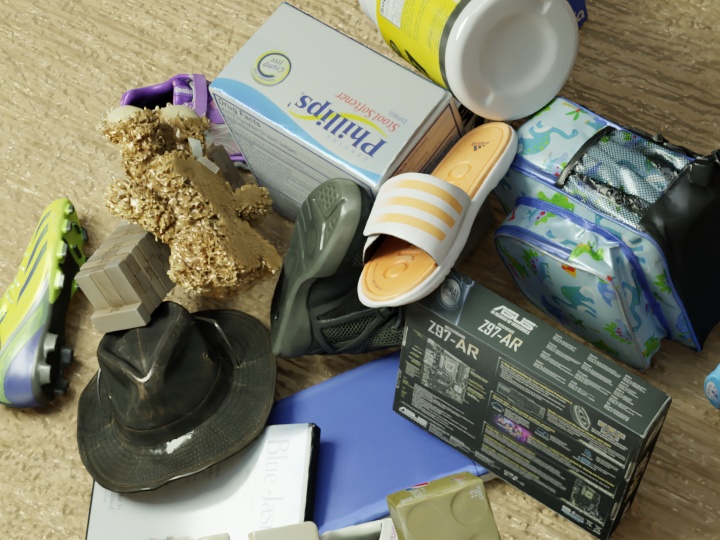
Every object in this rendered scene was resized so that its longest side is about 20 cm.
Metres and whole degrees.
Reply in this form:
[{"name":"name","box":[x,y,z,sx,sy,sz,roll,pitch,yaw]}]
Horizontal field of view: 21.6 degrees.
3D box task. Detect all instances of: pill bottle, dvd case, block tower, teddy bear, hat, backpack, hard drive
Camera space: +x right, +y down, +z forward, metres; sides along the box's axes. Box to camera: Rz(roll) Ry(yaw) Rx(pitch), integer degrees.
[{"name":"pill bottle","box":[0.079,-0.206,1.509,0.114,0.115,0.200,-35,35,-6]},{"name":"dvd case","box":[-0.129,0.196,1.499,0.199,0.018,0.143,-6,63,22]},{"name":"block tower","box":[-0.164,-0.032,1.586,0.054,0.058,0.200,-12,31,36]},{"name":"teddy bear","box":[-0.142,-0.057,1.534,0.200,0.145,0.067,50,125,11]},{"name":"hat","box":[-0.161,0.080,1.530,0.199,0.081,0.201,-14,40,12]},{"name":"backpack","box":[0.188,-0.034,1.471,0.147,0.183,0.200,-46,50,-10]},{"name":"hard drive","box":[-0.001,0.144,1.512,0.199,0.025,0.132,-23,58,1]}]

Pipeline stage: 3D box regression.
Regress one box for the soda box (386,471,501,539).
[{"name":"soda box","box":[0.080,0.249,1.348,0.067,0.064,0.201,-16,92,-6]}]

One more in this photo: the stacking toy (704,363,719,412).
[{"name":"stacking toy","box":[0.350,0.137,1.392,0.109,0.116,0.201,-30,72,-3]}]

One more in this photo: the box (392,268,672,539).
[{"name":"box","box":[0.121,0.100,1.404,0.199,0.161,0.044,30,58,17]}]

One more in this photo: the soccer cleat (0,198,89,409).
[{"name":"soccer cleat","box":[-0.286,0.025,1.634,0.083,0.065,0.201,-3,61,16]}]

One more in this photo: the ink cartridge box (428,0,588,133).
[{"name":"ink cartridge box","box":[0.120,-0.181,1.623,0.044,0.094,0.200,27,71,27]}]

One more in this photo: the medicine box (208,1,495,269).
[{"name":"medicine box","box":[-0.003,-0.094,1.544,0.182,0.200,0.103,32,73,28]}]

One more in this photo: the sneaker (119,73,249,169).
[{"name":"sneaker","box":[-0.128,-0.139,1.671,0.199,0.089,0.081,-8,58,9]}]

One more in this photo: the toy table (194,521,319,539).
[{"name":"toy table","box":[-0.112,0.254,1.364,0.183,0.200,0.118,-5,79,-28]}]

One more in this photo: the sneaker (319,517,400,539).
[{"name":"sneaker","box":[0.058,0.228,1.406,0.199,0.100,0.075,0,59,13]}]

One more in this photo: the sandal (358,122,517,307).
[{"name":"sandal","box":[0.048,-0.056,1.398,0.079,0.059,0.207,-5,40,39]}]

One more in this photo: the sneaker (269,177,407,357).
[{"name":"sneaker","box":[0.000,0.000,1.483,0.114,0.200,0.077,3,50,-14]}]
